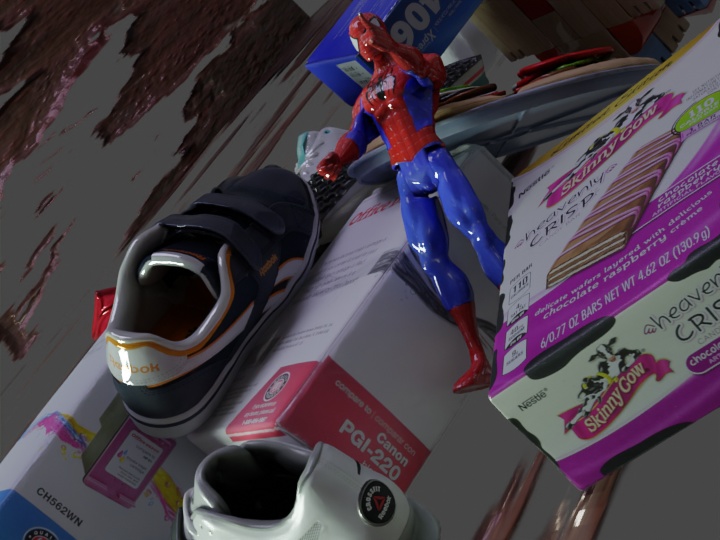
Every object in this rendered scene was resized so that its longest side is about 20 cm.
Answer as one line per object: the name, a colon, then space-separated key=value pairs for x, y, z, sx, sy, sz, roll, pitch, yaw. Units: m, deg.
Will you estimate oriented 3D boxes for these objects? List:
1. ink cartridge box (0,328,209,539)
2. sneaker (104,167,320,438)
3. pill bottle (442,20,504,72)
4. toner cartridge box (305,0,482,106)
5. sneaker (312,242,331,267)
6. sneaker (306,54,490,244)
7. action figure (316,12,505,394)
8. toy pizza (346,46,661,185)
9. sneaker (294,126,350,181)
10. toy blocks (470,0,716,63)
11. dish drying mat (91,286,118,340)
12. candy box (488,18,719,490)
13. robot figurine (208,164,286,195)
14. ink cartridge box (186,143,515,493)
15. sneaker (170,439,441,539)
ink cartridge box: x=-0.135 y=0.137 z=0.708 sx=0.085 sy=0.144 sz=0.200 roll=-30 pitch=22 yaw=49
sneaker: x=-0.081 y=-0.004 z=0.689 sx=0.078 sy=0.080 sz=0.201 roll=7 pitch=49 yaw=20
pill bottle: x=0.133 y=-0.277 z=1.109 sx=0.200 sy=0.116 sz=0.116 roll=-52 pitch=14 yaw=-16
toner cartridge box: x=0.054 y=-0.191 z=0.721 sx=0.200 sy=0.043 sz=0.095 roll=-53 pitch=22 yaw=-8
sneaker: x=0.000 y=0.000 z=0.865 sx=0.080 sy=0.074 sz=0.200 roll=-58 pitch=4 yaw=35
sneaker: x=0.042 y=-0.065 z=0.836 sx=0.200 sy=0.094 sz=0.070 roll=-46 pitch=23 yaw=-30
action figure: x=0.023 y=-0.043 z=0.575 sx=0.065 sy=0.201 sz=0.099 roll=-29 pitch=-18 yaw=28
toy pizza: x=0.085 y=-0.094 z=0.707 sx=0.199 sy=0.032 sz=0.200 roll=-16 pitch=-2 yaw=-1
sneaker: x=-0.032 y=-0.075 z=0.984 sx=0.200 sy=0.089 sz=0.075 roll=-32 pitch=-7 yaw=-45
toy blocks: x=0.147 y=-0.171 z=0.754 sx=0.100 sy=0.137 sz=0.200 roll=-57 pitch=21 yaw=-19
dish drying mat: x=-0.111 y=0.020 z=0.935 sx=0.199 sy=0.018 sz=0.077 roll=-11 pitch=-25 yaw=-21
candy box: x=0.128 y=-0.017 z=0.511 sx=0.136 sy=0.061 sz=0.200 roll=-38 pitch=16 yaw=25
robot figurine: x=-0.121 y=-0.007 z=1.108 sx=0.200 sy=0.125 sz=0.150 roll=-41 pitch=2 yaw=22
ink cartridge box: x=0.009 y=0.037 z=0.679 sx=0.200 sy=0.085 sz=0.145 roll=-55 pitch=16 yaw=-24
sneaker: x=-0.059 y=0.122 z=0.583 sx=0.199 sy=0.089 sz=0.074 roll=-25 pitch=27 yaw=40
